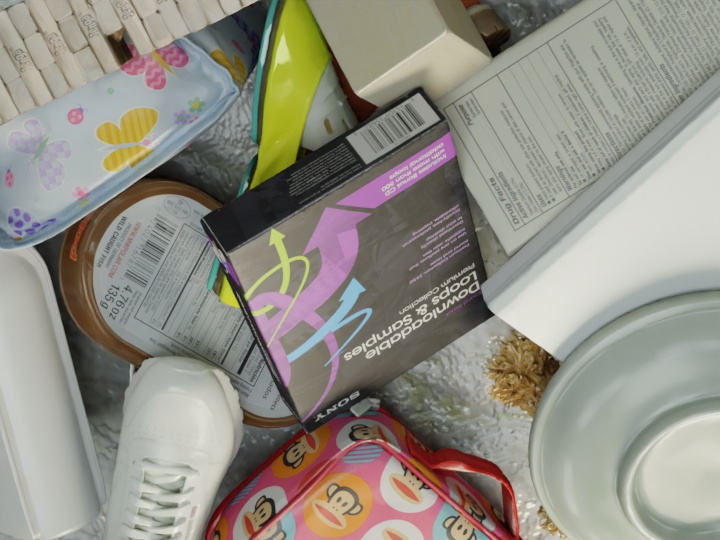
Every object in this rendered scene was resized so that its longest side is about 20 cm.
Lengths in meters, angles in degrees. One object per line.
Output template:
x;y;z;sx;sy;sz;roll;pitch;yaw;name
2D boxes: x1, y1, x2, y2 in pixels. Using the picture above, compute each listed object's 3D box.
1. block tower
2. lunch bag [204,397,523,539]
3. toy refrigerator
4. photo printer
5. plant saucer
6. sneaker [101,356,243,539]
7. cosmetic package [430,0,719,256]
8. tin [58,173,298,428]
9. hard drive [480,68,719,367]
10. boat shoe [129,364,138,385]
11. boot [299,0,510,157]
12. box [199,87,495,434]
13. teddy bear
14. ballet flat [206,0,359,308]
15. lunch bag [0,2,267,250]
-0.130;-0.132;1.032;0.199;0.054;0.058;-26;99;11;block tower
0.020;0.180;1.257;0.176;0.082;0.200;-43;115;6;lunch bag
-0.010;-0.188;1.113;0.070;0.076;0.201;-33;73;16;toy refrigerator
-0.240;0.055;1.236;0.166;0.069;0.201;11;118;50;photo printer
0.198;0.107;1.153;0.198;0.050;0.201;-3;123;-4;plant saucer
-0.119;0.139;1.207;0.076;0.081;0.201;13;128;0;sneaker
0.147;-0.103;1.130;0.199;0.073;0.104;-31;87;15;cosmetic package
-0.090;0.021;1.216;0.199;0.042;0.112;32;84;-27;tin
0.182;-0.018;1.113;0.132;0.026;0.200;34;114;-30;hard drive
-0.108;0.058;1.265;0.075;0.060;0.201;3;109;6;boat shoe
-0.011;-0.114;1.198;0.200;0.075;0.107;-45;79;24;boot
0.000;0.000;1.148;0.142;0.036;0.200;-32;147;-8;box
0.162;0.098;1.229;0.144;0.067;0.201;-27;100;-24;teddy bear
-0.037;-0.065;1.146;0.067;0.067;0.201;17;115;4;ballet flat
-0.163;-0.105;1.157;0.200;0.170;0.127;-37;101;16;lunch bag
